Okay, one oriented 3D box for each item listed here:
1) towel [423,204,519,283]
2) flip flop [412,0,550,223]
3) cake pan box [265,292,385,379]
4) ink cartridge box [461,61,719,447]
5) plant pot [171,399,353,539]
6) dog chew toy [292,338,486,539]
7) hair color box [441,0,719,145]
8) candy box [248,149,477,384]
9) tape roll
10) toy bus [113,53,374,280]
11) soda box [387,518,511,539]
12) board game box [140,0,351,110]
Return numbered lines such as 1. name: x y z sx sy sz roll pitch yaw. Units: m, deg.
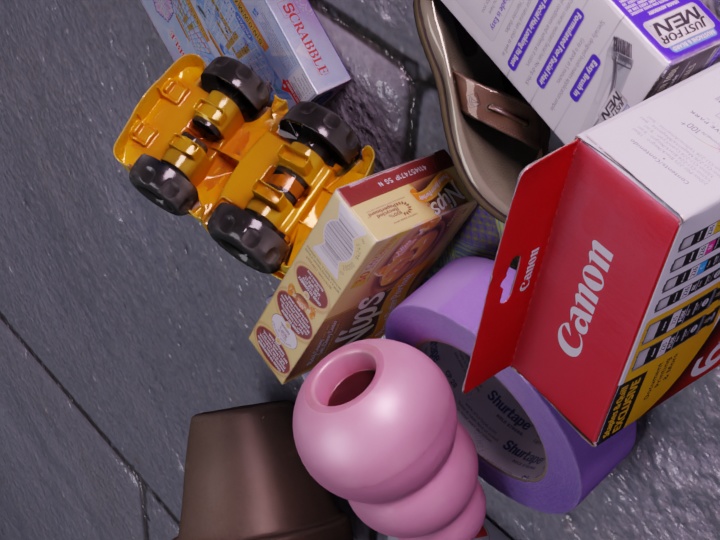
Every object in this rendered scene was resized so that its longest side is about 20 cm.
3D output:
1. towel: 0.106 0.004 1.028 0.200 0.023 0.144 25 134 47
2. flip flop: 0.097 -0.120 0.905 0.058 0.081 0.200 -13 97 45
3. cake pan box: 0.006 0.087 1.224 0.200 0.052 0.184 63 152 1
4. ink cartridge box: 0.163 0.002 0.784 0.084 0.176 0.200 44 146 30
5. plant pot: -0.117 0.234 1.421 0.200 0.200 0.175 -16 83 60
6. dog chew toy: 0.033 0.146 1.007 0.125 0.125 0.200 20 150 50
7. hair color box: 0.124 -0.171 0.822 0.200 0.065 0.109 54 149 19
8. candy box: 0.000 0.000 1.032 0.055 0.115 0.200 54 140 17
9. tape roll: 0.111 0.088 1.003 0.200 0.066 0.200 41 156 23
10. toy bus: -0.089 -0.069 1.135 0.200 0.136 0.192 31 167 14
11. soda box: 0.112 0.280 1.191 0.200 0.068 0.064 38 142 37
12. board game box: -0.109 -0.211 1.175 0.200 0.041 0.200 62 150 2
